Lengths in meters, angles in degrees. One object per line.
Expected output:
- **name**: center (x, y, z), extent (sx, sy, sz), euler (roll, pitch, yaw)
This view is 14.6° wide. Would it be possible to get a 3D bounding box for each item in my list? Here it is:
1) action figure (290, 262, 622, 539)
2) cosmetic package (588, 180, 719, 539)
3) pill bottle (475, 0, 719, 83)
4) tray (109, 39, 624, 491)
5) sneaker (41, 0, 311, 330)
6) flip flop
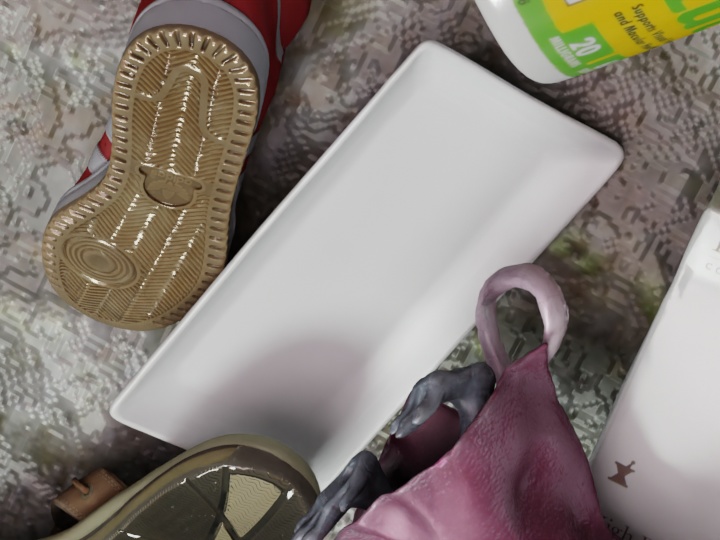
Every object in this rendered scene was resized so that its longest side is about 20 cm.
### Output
- **action figure**: center (0.081, 0.118, 1.015), extent (0.200, 0.134, 0.149), euler (35, 70, -6)
- **cosmetic package**: center (0.140, 0.071, 1.056), extent (0.102, 0.074, 0.200), euler (24, 112, 7)
- **pill bottle**: center (0.134, -0.147, 0.967), extent (0.200, 0.111, 0.111), euler (-19, 101, 19)
- **tray**: center (0.000, 0.000, 1.076), extent (0.107, 0.022, 0.200), euler (27, 116, -32)
- **sneaker**: center (-0.066, -0.066, 1.073), extent (0.071, 0.113, 0.200), euler (20, 143, -6)
- **flip flop**: center (-0.090, 0.105, 1.127), extent (0.081, 0.058, 0.200), euler (35, 134, -26)
